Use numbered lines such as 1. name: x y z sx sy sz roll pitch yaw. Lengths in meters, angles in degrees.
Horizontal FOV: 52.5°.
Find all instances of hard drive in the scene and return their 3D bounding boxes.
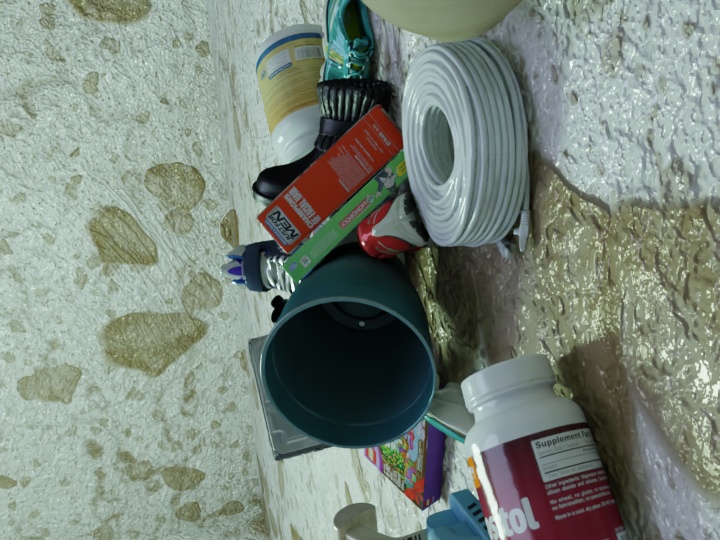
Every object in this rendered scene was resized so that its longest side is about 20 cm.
1. hard drive: -0.097 0.192 1.182 0.038 0.136 0.204 104 152 -59

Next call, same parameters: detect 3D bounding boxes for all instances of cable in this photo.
1. cable: 0.098 -0.124 0.729 0.200 0.067 0.206 -134 38 -64

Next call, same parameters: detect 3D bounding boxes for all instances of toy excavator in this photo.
1. toy excavator: 0.084 0.292 0.774 0.194 0.194 0.103 -144 47 -67

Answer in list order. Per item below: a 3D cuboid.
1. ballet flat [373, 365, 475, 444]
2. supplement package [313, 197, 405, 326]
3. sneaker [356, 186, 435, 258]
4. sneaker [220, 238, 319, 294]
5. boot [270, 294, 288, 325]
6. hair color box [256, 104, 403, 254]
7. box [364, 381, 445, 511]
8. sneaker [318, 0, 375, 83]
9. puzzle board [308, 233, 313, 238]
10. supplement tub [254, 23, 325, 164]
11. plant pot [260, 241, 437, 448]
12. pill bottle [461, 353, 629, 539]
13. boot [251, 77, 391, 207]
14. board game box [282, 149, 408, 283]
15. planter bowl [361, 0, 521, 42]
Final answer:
1. ballet flat: 0.089 0.158 0.881 0.197 0.068 0.072 15 115 46
2. supplement package: 0.000 0.000 1.060 0.114 0.106 0.206 -144 47 -67
3. sneaker: 0.037 -0.051 0.862 0.200 0.083 0.079 -3 -109 -79
4. sneaker: -0.124 0.006 1.035 0.200 0.142 0.083 -140 42 -68
5. boot: -0.074 0.126 1.063 0.139 0.077 0.200 50 177 -25
6. hair color box: -0.033 -0.118 0.915 0.064 0.199 0.111 46 -169 -8
7. box: 0.060 0.217 1.025 0.136 0.038 0.205 33 133 44
8. sneaker: -0.015 -0.296 1.026 0.079 0.076 0.207 14 113 62
9. puzzle board: -0.091 -0.057 1.231 0.150 0.017 0.206 41 133 52
10. supplement tub: -0.080 -0.257 1.133 0.145 0.140 0.205 121 137 -66
11. plant pot: -0.006 0.067 0.870 0.190 0.193 0.205 -80 -8 -59
12. pill bottle: 0.154 0.184 0.627 0.113 0.110 0.205 116 142 -63
13. boot: -0.056 -0.178 1.002 0.080 0.204 0.162 -106 9 -59
14. board game box: -0.012 -0.067 0.894 0.029 0.199 0.135 47 -179 -5
15. planter bowl: 0.070 -0.272 0.581 0.135 0.195 0.206 45 -151 -70
